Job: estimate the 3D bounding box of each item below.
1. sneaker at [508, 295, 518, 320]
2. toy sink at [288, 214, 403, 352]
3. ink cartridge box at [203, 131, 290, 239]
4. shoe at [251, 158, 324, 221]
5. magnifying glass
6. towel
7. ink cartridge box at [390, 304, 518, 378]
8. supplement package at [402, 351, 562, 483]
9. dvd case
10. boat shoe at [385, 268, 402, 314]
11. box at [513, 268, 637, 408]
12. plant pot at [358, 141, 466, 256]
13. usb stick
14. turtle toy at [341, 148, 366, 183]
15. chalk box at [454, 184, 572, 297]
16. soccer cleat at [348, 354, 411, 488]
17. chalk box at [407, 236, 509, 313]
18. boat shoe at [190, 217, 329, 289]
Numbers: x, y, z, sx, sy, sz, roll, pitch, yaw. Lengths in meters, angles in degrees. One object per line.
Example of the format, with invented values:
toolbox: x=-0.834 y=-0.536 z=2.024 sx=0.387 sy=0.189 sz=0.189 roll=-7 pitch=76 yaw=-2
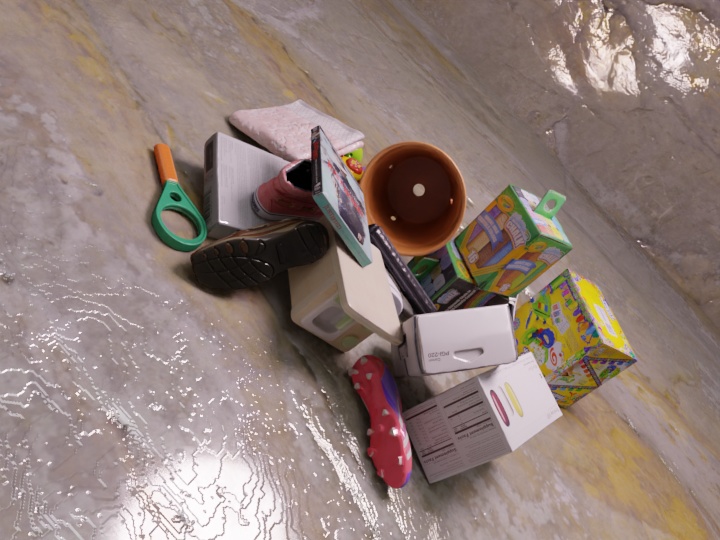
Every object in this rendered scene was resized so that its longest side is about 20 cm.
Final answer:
sneaker: x=0.295 y=0.054 z=1.249 sx=0.078 sy=0.201 sz=0.131 roll=17 pitch=48 yaw=-6
toy sink: x=-0.031 y=0.038 z=0.924 sx=0.130 sy=0.111 sz=0.202 roll=34 pitch=29 yaw=-38
ink cartridge box: x=-0.159 y=-0.115 z=0.990 sx=0.198 sy=0.056 sz=0.166 roll=19 pitch=56 yaw=-44
shoe: x=-0.074 y=-0.126 z=0.979 sx=0.198 sy=0.090 sz=0.073 roll=-7 pitch=73 yaw=-48
magnifying glass: x=-0.280 y=-0.112 z=0.907 sx=0.079 sy=0.022 sz=0.203 roll=10 pitch=48 yaw=-43
towel: x=-0.119 y=-0.267 z=1.162 sx=0.199 sy=0.033 sz=0.189 roll=35 pitch=41 yaw=28
ink cartridge box: x=0.131 y=0.111 z=0.915 sx=0.142 sy=0.200 sz=0.087 roll=-6 pitch=81 yaw=-8
supplement package: x=0.189 y=0.222 z=0.935 sx=0.198 sy=0.155 sz=0.113 roll=-7 pitch=67 yaw=-52
dvd case: x=-0.031 y=-0.118 z=0.937 sx=0.147 sy=0.022 sz=0.202 roll=54 pitch=17 yaw=-35
boat shoe: x=0.000 y=0.000 z=1.070 sx=0.201 sy=0.073 sz=0.066 roll=51 pitch=22 yaw=-14
box: x=0.438 y=0.145 z=1.294 sx=0.120 sy=0.193 sz=0.203 roll=23 pitch=38 yaw=-30
plant pot: x=0.103 y=-0.143 z=1.137 sx=0.200 sy=0.200 sz=0.140 roll=44 pitch=20 yaw=-2
usb stick: x=0.070 y=0.004 z=1.091 sx=0.201 sy=0.032 sz=0.055 roll=54 pitch=-12 yaw=-13
turtle toy: x=-0.037 y=-0.186 z=1.196 sx=0.144 sy=0.101 sz=0.202 roll=30 pitch=35 yaw=-23
chalk box: x=0.296 y=-0.064 z=1.120 sx=0.123 sy=0.200 sz=0.125 roll=12 pitch=44 yaw=-40
soccer cleat: x=0.041 y=0.212 z=0.877 sx=0.076 sy=0.067 sz=0.202 roll=20 pitch=37 yaw=-42
chalk box: x=0.170 y=0.018 z=1.187 sx=0.198 sy=0.125 sz=0.126 roll=24 pitch=37 yaw=-33
boat shoe: x=-0.144 y=-0.029 z=0.876 sx=0.196 sy=0.077 sz=0.074 roll=-13 pitch=25 yaw=-19
